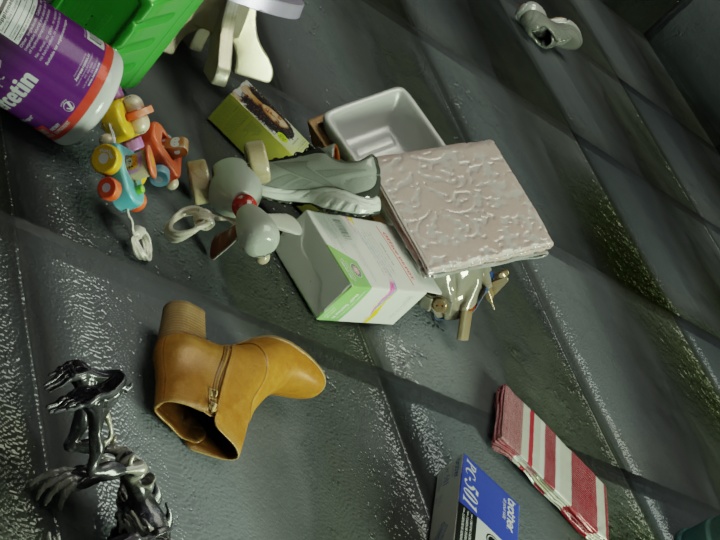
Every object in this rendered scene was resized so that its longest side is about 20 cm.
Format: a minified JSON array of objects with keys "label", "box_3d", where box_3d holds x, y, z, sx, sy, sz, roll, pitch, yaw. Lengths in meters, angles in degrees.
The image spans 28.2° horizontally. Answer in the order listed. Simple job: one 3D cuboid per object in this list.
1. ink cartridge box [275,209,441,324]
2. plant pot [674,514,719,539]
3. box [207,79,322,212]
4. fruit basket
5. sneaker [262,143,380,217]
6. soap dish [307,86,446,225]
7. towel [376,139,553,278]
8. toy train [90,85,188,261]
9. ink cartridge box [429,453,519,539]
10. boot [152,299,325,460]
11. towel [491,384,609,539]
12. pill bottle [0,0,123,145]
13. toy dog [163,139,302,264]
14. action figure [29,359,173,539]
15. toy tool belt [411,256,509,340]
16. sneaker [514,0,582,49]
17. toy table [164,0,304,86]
[{"label":"ink cartridge box","box_3d":[0.000,0.000,1.707,0.199,0.067,0.118,7,45,-54]},{"label":"plant pot","box_3d":[0.560,0.378,1.918,0.200,0.196,0.201,37,25,-21]},{"label":"box","box_3d":[-0.096,-0.144,1.785,0.200,0.050,0.075,45,24,-8]},{"label":"fruit basket","box_3d":[-0.256,-0.318,1.594,0.156,0.215,0.216,46,24,-3]},{"label":"sneaker","box_3d":[-0.067,-0.112,1.664,0.198,0.080,0.074,9,4,14]},{"label":"soap dish","box_3d":[0.039,-0.135,1.895,0.156,0.081,0.201,-23,70,-30]},{"label":"towel","box_3d":[0.123,-0.081,1.809,0.198,0.032,0.192,-11,57,-28]},{"label":"toy train","box_3d":[-0.216,-0.111,1.476,0.201,0.055,0.151,-91,157,-52]},{"label":"ink cartridge box","box_3d":[0.119,0.287,1.503,0.094,0.044,0.200,43,24,-14]},{"label":"boot","box_3d":[-0.114,0.122,1.351,0.200,0.071,0.145,29,36,-30]},{"label":"towel","box_3d":[0.239,0.244,1.797,0.200,0.023,0.144,45,22,-11]},{"label":"pill bottle","box_3d":[-0.341,-0.218,1.412,0.199,0.112,0.113,33,28,-28]},{"label":"toy dog","box_3d":[-0.130,-0.057,1.552,0.201,0.130,0.097,-83,165,-54]},{"label":"action figure","box_3d":[-0.197,0.172,1.084,0.119,0.101,0.202,-144,-140,-61]},{"label":"toy tool belt","box_3d":[0.133,0.005,1.893,0.200,0.124,0.124,-60,134,-64]},{"label":"sneaker","box_3d":[0.430,-0.526,3.223,0.199,0.076,0.093,17,45,-37]},{"label":"toy table","box_3d":[-0.179,-0.312,1.766,0.198,0.118,0.184,18,19,-15]}]
